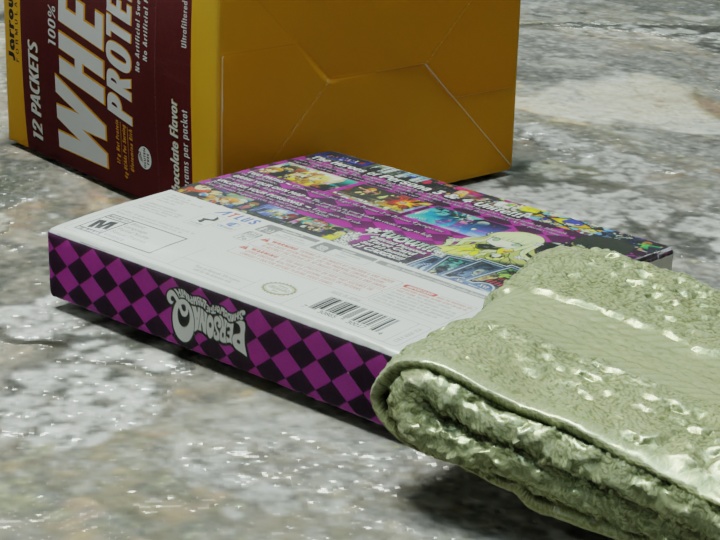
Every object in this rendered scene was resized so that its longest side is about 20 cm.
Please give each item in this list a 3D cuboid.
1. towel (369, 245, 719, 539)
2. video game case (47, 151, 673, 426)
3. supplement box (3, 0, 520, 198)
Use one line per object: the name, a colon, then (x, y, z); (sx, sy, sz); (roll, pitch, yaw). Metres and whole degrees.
towel: (0.119, 0.047, 0.641); (0.199, 0.037, 0.148); (20, 30, 26)
video game case: (0.000, 0.000, 0.802); (0.199, 0.036, 0.181); (18, 25, 37)
supplement box: (-0.054, -0.124, 1.002); (0.196, 0.134, 0.199); (-14, 25, -37)
